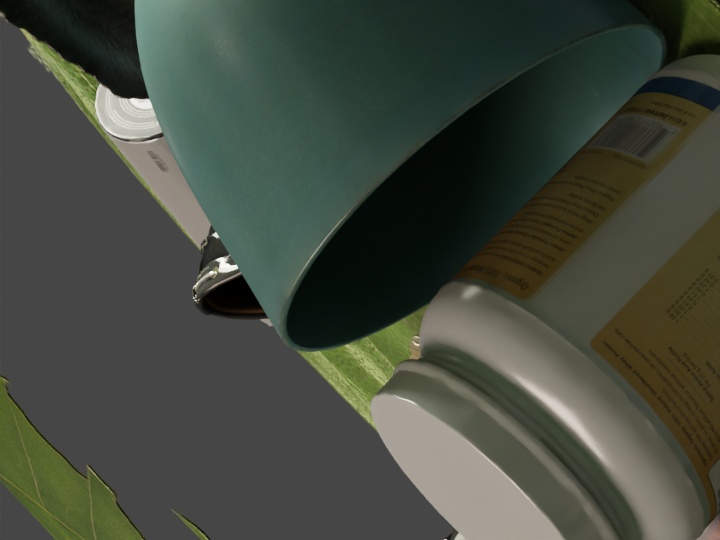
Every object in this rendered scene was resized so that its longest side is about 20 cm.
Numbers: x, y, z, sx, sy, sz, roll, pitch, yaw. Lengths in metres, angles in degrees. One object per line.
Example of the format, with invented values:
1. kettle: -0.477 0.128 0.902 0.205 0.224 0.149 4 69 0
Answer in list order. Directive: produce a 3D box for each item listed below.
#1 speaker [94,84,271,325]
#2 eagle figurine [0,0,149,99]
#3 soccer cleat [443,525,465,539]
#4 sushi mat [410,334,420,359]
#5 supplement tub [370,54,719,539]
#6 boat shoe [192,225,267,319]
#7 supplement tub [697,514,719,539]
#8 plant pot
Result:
1. speaker: -0.073 -0.050 1.589 0.081 0.081 0.200 32 166 40
2. eagle figurine: -0.085 -0.150 1.335 0.200 0.151 0.152 28 170 17
3. soccer cleat: 0.091 0.138 1.433 0.073 0.068 0.200 37 167 6
4. sushi mat: 0.093 0.112 1.634 0.200 0.012 0.096 27 125 49
5. supplement tub: 0.115 0.026 1.109 0.145 0.200 0.145 41 164 15
6. boat shoe: 0.000 0.000 1.489 0.200 0.068 0.072 1 142 28
7. supplement tub: 0.133 0.058 1.325 0.200 0.107 0.107 40 164 19
8. plant pot: 0.000 -0.091 1.141 0.161 0.200 0.201 51 166 16
